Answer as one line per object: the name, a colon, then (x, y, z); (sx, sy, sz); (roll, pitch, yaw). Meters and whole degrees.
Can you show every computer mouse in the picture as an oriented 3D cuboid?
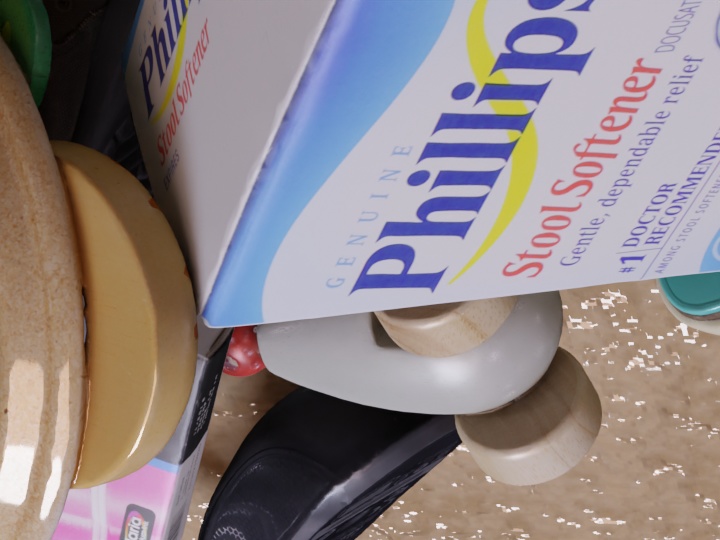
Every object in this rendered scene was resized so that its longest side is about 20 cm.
computer mouse: (-0.029, 0.086, 1.108); (0.053, 0.138, 0.200); (55, 136, 10)

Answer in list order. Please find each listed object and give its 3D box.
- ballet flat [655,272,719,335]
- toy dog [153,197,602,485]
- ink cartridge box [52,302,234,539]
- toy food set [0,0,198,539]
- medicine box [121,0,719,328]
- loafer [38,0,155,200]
ballet flat: (0.187, -0.024, 0.925); (0.200, 0.070, 0.069); (-18, 133, 38)
toy dog: (0.000, 0.000, 1.008); (0.200, 0.096, 0.132); (20, 149, 18)
ink cartridge box: (-0.148, 0.029, 0.996); (0.200, 0.037, 0.095); (20, 120, 9)
toy food set: (-0.126, -0.002, 0.865); (0.049, 0.198, 0.200); (-10, 152, -34)
medicine box: (0.054, -0.081, 0.787); (0.200, 0.103, 0.182); (-7, 150, -23)
loafer: (-0.090, -0.073, 0.908); (0.071, 0.073, 0.200); (28, 113, 15)
